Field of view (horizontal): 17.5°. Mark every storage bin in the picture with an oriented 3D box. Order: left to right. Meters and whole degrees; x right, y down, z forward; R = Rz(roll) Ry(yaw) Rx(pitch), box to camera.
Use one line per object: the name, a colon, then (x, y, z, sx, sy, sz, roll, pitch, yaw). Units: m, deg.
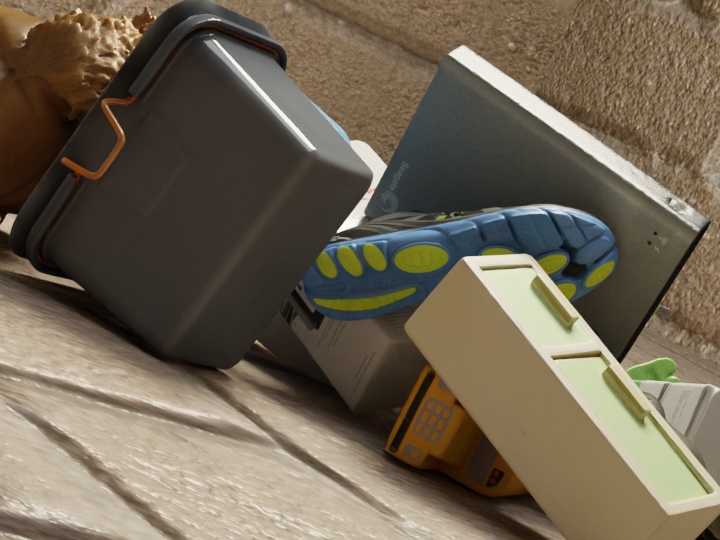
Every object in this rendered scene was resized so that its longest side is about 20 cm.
storage bin: (-0.098, -0.044, 1.417, 0.134, 0.200, 0.146, 43, 13, 29)

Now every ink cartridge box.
ink cartridge box: (0.000, 0.000, 1.585, 0.116, 0.068, 0.200, -4, 45, -39)
ink cartridge box: (0.266, 0.143, 1.680, 0.146, 0.084, 0.200, 24, -5, -7)

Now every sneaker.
sneaker: (0.062, -0.014, 1.478, 0.200, 0.071, 0.083, -6, 24, 5)

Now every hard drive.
hard drive: (0.112, -0.036, 1.523, 0.200, 0.140, 0.033, 37, 35, 12)

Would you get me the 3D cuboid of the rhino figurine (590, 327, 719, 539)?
rhino figurine: (0.171, 0.107, 1.476, 0.200, 0.060, 0.087, 53, 7, -6)

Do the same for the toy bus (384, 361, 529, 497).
toy bus: (0.083, 0.102, 1.488, 0.078, 0.065, 0.200, 30, 6, 18)

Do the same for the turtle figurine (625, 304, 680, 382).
turtle figurine: (0.220, 0.071, 1.882, 0.200, 0.144, 0.194, 19, -14, -7)

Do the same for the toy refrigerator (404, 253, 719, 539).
toy refrigerator: (0.122, 0.082, 1.373, 0.076, 0.070, 0.200, -2, 48, -52)

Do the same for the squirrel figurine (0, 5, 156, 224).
squirrel figurine: (-0.194, -0.090, 1.518, 0.187, 0.200, 0.142, 49, 26, -58)

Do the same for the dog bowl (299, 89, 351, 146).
dog bowl: (-0.082, -0.060, 1.542, 0.050, 0.112, 0.200, 23, -17, -40)

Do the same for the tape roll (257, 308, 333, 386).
tape roll: (-0.007, 0.013, 1.665, 0.203, 0.037, 0.203, 19, 32, -13)
